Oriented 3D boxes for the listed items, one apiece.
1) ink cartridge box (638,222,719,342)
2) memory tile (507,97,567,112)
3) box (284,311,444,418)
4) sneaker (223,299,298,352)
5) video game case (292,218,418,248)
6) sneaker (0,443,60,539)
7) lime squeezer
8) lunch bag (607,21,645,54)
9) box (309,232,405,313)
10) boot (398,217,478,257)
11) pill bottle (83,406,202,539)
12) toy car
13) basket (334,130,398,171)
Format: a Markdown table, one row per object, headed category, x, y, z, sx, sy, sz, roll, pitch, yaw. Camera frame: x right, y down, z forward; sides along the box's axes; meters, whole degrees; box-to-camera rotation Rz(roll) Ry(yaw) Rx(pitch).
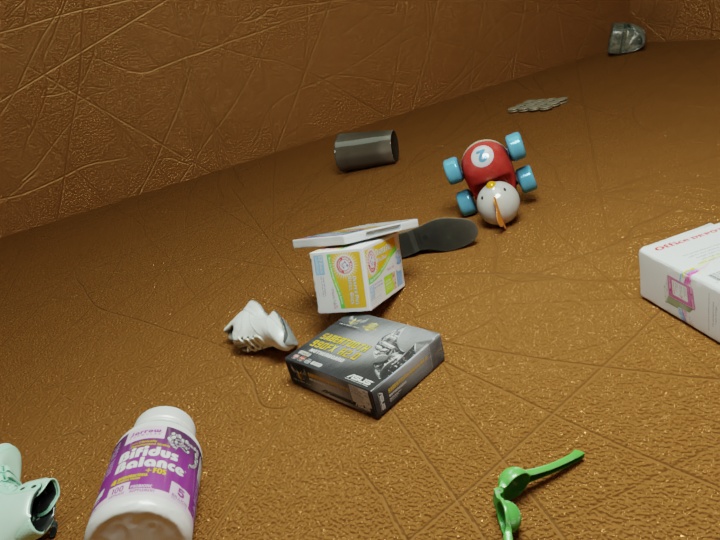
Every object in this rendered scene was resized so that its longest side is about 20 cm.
| category | x | y | z | sx | sy | sz | roll | pitch | yaw |
| --- | --- | --- | --- | --- | --- | --- | --- | --- | --- |
| ink cartridge box | 0.510 | 0.016 | 0.804 | 0.143 | 0.085 | 0.200 | -17 | 24 | -6 |
| memory tile | 0.699 | -0.653 | 2.295 | 0.153 | 0.017 | 0.199 | -30 | 26 | -31 |
| box | 0.005 | 0.135 | 0.894 | 0.158 | 0.049 | 0.199 | -33 | 29 | -35 |
| sneaker | -0.180 | 0.117 | 1.047 | 0.087 | 0.075 | 0.199 | -40 | 24 | -22 |
| video game case | -0.007 | -0.069 | 1.084 | 0.142 | 0.018 | 0.199 | -2 | 10 | 45 |
| sneaker | -0.452 | 0.296 | 0.779 | 0.117 | 0.074 | 0.201 | -25 | 34 | -6 |
| lime squeezer | 0.164 | 0.243 | 0.584 | 0.070 | 0.038 | 0.200 | 30 | 40 | 16 |
| lunch bag | 1.345 | -1.171 | 2.930 | 0.166 | 0.141 | 0.200 | 12 | 32 | 17 |
| box | 0.000 | 0.000 | 1.063 | 0.100 | 0.114 | 0.200 | -5 | 10 | 23 |
| boot | 0.158 | -0.079 | 1.269 | 0.198 | 0.074 | 0.075 | -10 | 13 | 18 |
| pill bottle | -0.250 | 0.255 | 0.700 | 0.111 | 0.113 | 0.200 | -17 | 23 | -4 |
| toy car | 0.298 | -0.179 | 1.296 | 0.183 | 0.178 | 0.201 | -19 | 33 | 17 |
| basket | 0.028 | -0.431 | 2.070 | 0.198 | 0.137 | 0.180 | -3 | 20 | 19 |
